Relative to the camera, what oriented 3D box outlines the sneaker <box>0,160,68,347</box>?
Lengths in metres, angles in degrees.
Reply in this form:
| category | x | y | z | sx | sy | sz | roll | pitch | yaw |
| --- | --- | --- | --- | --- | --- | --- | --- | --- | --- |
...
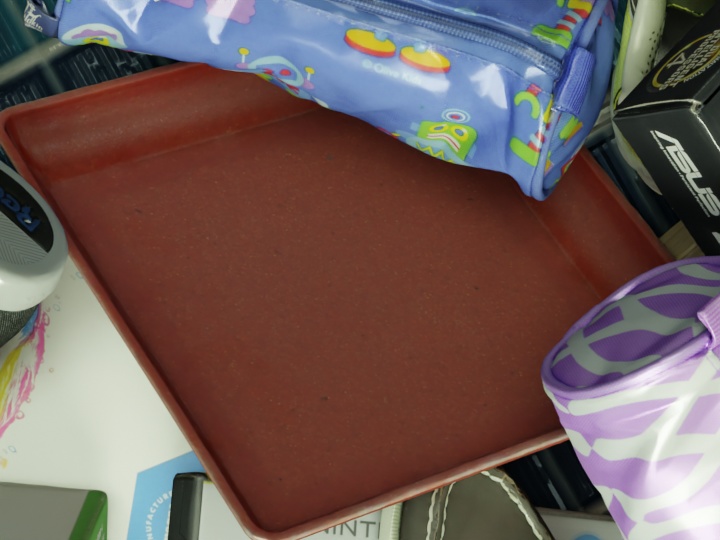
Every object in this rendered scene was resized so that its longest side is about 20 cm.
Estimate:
| category | x | y | z | sx | sy | sz | roll | pitch | yaw |
| --- | --- | --- | --- | --- | --- | --- | --- | --- | --- |
| sneaker | -0.200 | -0.030 | 0.858 | 0.200 | 0.073 | 0.112 | 44 | 121 | 6 |

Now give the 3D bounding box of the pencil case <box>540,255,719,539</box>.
| category | x | y | z | sx | sy | sz | roll | pitch | yaw |
| --- | --- | --- | --- | --- | --- | --- | --- | --- | --- |
| pencil case | 0.136 | 0.091 | 0.825 | 0.084 | 0.085 | 0.201 | -40 | 108 | -19 |

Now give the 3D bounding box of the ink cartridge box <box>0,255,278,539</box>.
| category | x | y | z | sx | sy | sz | roll | pitch | yaw |
| --- | --- | --- | --- | --- | --- | --- | --- | --- | --- |
| ink cartridge box | -0.133 | 0.048 | 0.934 | 0.198 | 0.067 | 0.117 | 8 | 83 | 2 |

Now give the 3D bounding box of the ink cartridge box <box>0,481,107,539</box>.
| category | x | y | z | sx | sy | sz | roll | pitch | yaw |
| --- | --- | --- | --- | --- | --- | --- | --- | --- | --- |
| ink cartridge box | -0.135 | 0.188 | 0.847 | 0.083 | 0.145 | 0.201 | 4 | 108 | 2 |

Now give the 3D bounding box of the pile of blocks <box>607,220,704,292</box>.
| category | x | y | z | sx | sy | sz | roll | pitch | yaw |
| --- | --- | --- | --- | --- | --- | --- | --- | --- | --- |
| pile of blocks | 0.166 | -0.046 | 0.937 | 0.082 | 0.062 | 0.201 | 25 | 92 | 22 |

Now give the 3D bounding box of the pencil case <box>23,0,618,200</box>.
| category | x | y | z | sx | sy | sz | roll | pitch | yaw |
| --- | --- | --- | --- | --- | --- | --- | --- | --- | --- |
| pencil case | -0.011 | -0.089 | 0.885 | 0.199 | 0.087 | 0.079 | 18 | 92 | 4 |

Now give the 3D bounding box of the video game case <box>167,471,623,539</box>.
| category | x | y | z | sx | sy | sz | roll | pitch | yaw |
| --- | --- | --- | --- | --- | --- | --- | --- | --- | --- |
| video game case | 0.012 | 0.179 | 0.898 | 0.180 | 0.025 | 0.202 | 8 | 83 | -24 |

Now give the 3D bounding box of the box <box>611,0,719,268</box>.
| category | x | y | z | sx | sy | sz | roll | pitch | yaw |
| --- | --- | --- | --- | --- | --- | --- | --- | --- | --- |
| box | 0.194 | -0.026 | 0.858 | 0.161 | 0.049 | 0.200 | -45 | 110 | -26 |

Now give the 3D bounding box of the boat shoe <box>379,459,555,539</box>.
| category | x | y | z | sx | sy | sz | roll | pitch | yaw |
| --- | --- | --- | --- | --- | --- | --- | --- | --- | --- |
| boat shoe | 0.064 | 0.154 | 0.876 | 0.071 | 0.060 | 0.203 | -21 | 96 | -26 |

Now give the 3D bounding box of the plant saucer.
| category | x | y | z | sx | sy | sz | roll | pitch | yaw |
| --- | --- | --- | --- | --- | --- | --- | --- | --- | --- |
| plant saucer | 0.000 | 0.000 | 0.891 | 0.199 | 0.037 | 0.200 | -18 | 55 | -27 |

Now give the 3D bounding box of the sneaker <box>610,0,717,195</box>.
| category | x | y | z | sx | sy | sz | roll | pitch | yaw |
| --- | --- | --- | --- | --- | --- | --- | --- | --- | --- |
| sneaker | 0.139 | -0.122 | 0.882 | 0.075 | 0.076 | 0.201 | 14 | 88 | 21 |
